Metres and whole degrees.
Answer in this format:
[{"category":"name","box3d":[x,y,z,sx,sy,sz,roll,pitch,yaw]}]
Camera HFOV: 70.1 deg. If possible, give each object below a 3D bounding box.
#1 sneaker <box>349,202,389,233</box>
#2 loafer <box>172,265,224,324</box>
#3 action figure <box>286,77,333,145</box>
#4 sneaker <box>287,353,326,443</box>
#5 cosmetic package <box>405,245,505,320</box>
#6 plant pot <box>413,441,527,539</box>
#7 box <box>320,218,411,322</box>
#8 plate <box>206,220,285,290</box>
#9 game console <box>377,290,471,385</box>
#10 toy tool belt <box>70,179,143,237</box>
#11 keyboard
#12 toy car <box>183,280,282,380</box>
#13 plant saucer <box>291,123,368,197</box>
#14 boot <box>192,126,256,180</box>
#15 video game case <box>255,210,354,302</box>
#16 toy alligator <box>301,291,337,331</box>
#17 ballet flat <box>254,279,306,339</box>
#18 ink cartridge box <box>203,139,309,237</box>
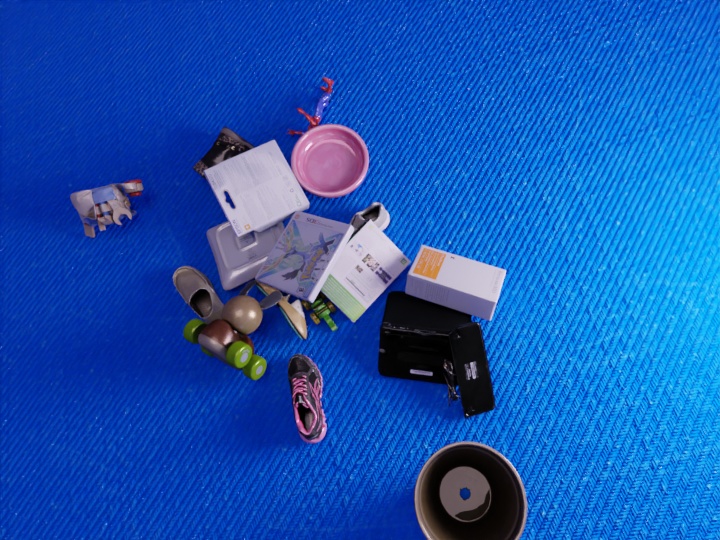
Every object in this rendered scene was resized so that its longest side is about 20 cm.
[{"category":"sneaker","box3d":[-0.015,-0.094,1.245,0.076,0.092,0.200,41,82,19]},{"category":"loafer","box3d":[-0.399,0.056,1.266,0.076,0.068,0.200,-44,70,-7]},{"category":"action figure","box3d":[-0.141,-0.430,1.392,0.098,0.065,0.201,12,72,-5]},{"category":"sneaker","box3d":[-0.124,0.276,1.133,0.079,0.095,0.201,-18,68,4]},{"category":"cosmetic package","box3d":[0.212,0.026,1.154,0.199,0.071,0.102,18,51,14]},{"category":"plant pot","box3d":[0.205,0.436,0.983,0.199,0.174,0.201,-3,70,8]},{"category":"box","box3d":[0.000,0.000,1.198,0.200,0.036,0.144,-46,102,-5]},{"category":"plate","box3d":[-0.284,-0.073,1.298,0.199,0.032,0.201,-25,61,-2]},{"category":"game console","box3d":[0.149,0.152,1.174,0.199,0.116,0.177,5,102,11]},{"category":"toy tool belt","box3d":[-0.662,-0.164,1.373,0.199,0.125,0.124,-11,101,8]},{"category":"keyboard","box3d":[0.222,0.213,1.100,0.104,0.040,0.201,-12,96,-10]},{"category":"toy car","box3d":[-0.271,0.119,1.185,0.164,0.158,0.200,21,68,25]},{"category":"plant saucer","box3d":[-0.078,-0.279,1.330,0.199,0.051,0.202,0,76,1]},{"category":"boot","box3d":[-0.342,-0.278,1.372,0.200,0.073,0.151,39,83,15]},{"category":"video game case","box3d":[-0.132,-0.038,1.196,0.182,0.022,0.201,18,71,35]},{"category":"toy alligator","box3d":[-0.116,0.059,1.228,0.059,0.054,0.200,-34,69,-4]},{"category":"ballet flat","box3d":[-0.177,0.076,1.226,0.063,0.069,0.200,-39,70,-13]},{"category":"ink cartridge box","box3d":[-0.259,-0.202,1.285,0.199,0.043,0.197,-27,82,-11]}]
